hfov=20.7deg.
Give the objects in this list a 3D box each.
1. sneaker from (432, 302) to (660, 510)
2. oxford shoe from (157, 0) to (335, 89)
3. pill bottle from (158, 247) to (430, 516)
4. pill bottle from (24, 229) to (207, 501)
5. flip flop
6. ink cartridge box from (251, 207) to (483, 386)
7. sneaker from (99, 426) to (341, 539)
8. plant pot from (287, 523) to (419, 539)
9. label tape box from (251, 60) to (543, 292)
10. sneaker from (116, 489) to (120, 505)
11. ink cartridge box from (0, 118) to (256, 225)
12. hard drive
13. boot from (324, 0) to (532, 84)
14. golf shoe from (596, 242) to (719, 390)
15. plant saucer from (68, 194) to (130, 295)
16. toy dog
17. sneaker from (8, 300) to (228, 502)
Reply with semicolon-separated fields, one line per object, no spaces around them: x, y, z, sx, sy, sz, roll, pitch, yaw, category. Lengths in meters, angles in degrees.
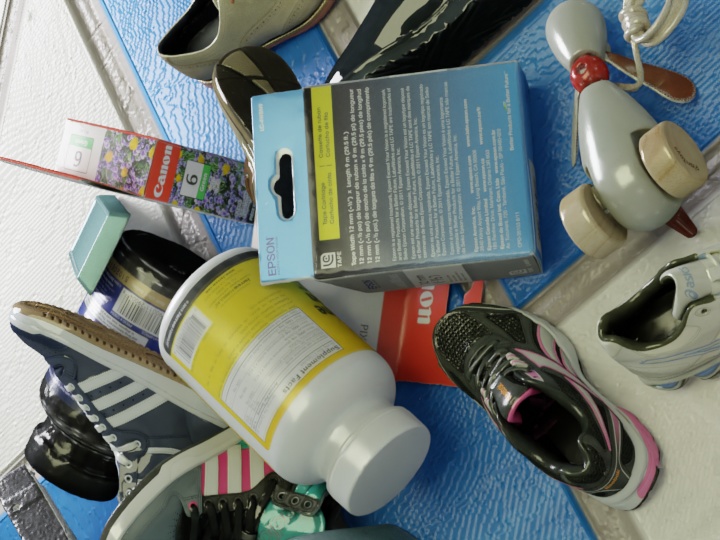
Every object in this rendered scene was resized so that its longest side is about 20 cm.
0.117;0.083;1.355;0.200;0.086;0.081;36;101;37;sneaker
-0.081;-0.220;1.581;0.200;0.074;0.071;-44;58;24;oxford shoe
-0.046;0.082;1.421;0.200;0.112;0.112;41;107;27;pill bottle
-0.189;0.079;1.585;0.112;0.111;0.201;38;105;37;pill bottle
-0.060;-0.079;1.489;0.201;0.081;0.058;64;156;26;flip flop
0.000;0.000;1.492;0.199;0.057;0.164;2;82;44;ink cartridge box
-0.083;0.186;1.447;0.121;0.199;0.084;38;141;28;sneaker
-0.009;0.295;1.343;0.196;0.199;0.197;25;98;39;plant pot
0.027;-0.063;1.422;0.198;0.066;0.145;-7;77;12;label tape box
-0.139;0.255;1.532;0.199;0.079;0.131;29;99;39;sneaker
-0.177;-0.083;1.550;0.108;0.199;0.051;15;91;39;ink cartridge box
-0.213;0.258;1.543;0.038;0.140;0.200;-32;45;-11;hard drive
0.024;-0.225;1.495;0.200;0.076;0.169;-38;62;23;boot
0.241;0.013;1.264;0.199;0.097;0.079;-36;59;26;golf shoe
-0.215;-0.026;1.605;0.070;0.019;0.200;-64;11;1;plant saucer
0.187;-0.094;1.350;0.131;0.096;0.202;-15;57;39;toy dog
-0.191;0.107;1.496;0.109;0.199;0.070;-62;8;6;sneaker
